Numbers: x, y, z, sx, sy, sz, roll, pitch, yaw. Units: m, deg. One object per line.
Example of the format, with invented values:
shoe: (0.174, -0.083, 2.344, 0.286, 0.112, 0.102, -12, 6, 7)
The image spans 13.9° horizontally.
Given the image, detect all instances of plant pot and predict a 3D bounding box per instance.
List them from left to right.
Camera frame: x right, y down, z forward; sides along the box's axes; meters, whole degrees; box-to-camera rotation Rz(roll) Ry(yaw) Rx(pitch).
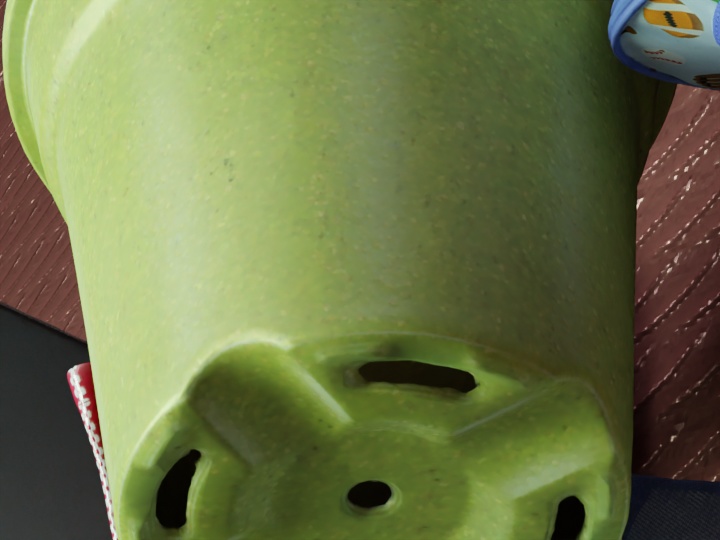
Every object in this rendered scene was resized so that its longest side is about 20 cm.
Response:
plant pot: (0.000, 0.000, 0.796, 0.201, 0.200, 0.185, -49, 29, 34)

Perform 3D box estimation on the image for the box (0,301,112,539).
box: (-0.148, 0.098, 1.176, 0.198, 0.199, 0.124, -17, 51, 62)

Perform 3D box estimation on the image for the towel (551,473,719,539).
towel: (0.080, 0.138, 0.725, 0.146, 0.024, 0.201, 3, 53, 36)

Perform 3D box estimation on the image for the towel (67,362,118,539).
towel: (-0.038, 0.094, 0.942, 0.200, 0.022, 0.146, 2, -104, -74)

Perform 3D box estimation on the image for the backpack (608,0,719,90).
backpack: (0.154, -0.098, 0.743, 0.190, 0.199, 0.155, 159, 118, -64)
